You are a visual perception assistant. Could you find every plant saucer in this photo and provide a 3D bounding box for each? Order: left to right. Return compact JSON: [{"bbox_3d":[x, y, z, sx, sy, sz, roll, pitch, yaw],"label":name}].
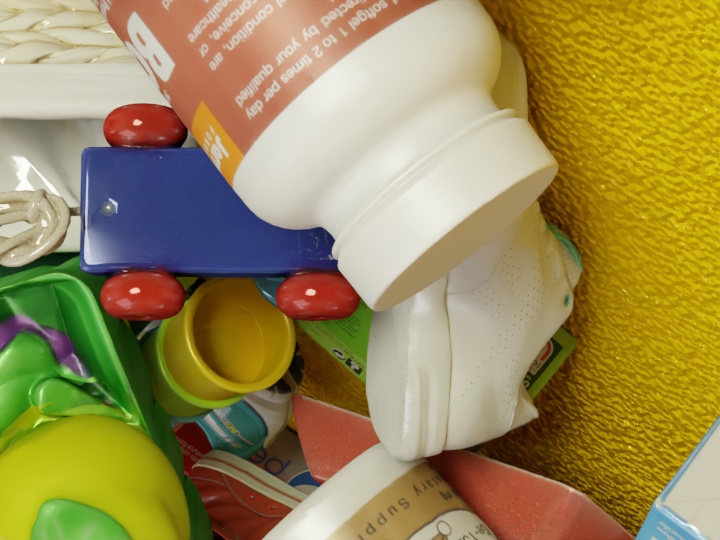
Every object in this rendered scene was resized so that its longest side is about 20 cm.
[{"bbox_3d":[0.077,0.142,0.983,0.200,0.037,0.200,16,161,46],"label":"plant saucer"}]

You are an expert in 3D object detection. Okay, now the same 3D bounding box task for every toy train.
[{"bbox_3d":[-0.092,-0.016,0.810,0.199,0.085,0.116,0,170,-3],"label":"toy train"}]

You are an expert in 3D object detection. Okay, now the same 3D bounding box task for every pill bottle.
[{"bbox_3d":[-0.022,-0.089,0.698,0.200,0.112,0.112,53,156,10],"label":"pill bottle"},{"bbox_3d":[0.043,0.183,0.857,0.200,0.114,0.114,47,156,12],"label":"pill bottle"}]

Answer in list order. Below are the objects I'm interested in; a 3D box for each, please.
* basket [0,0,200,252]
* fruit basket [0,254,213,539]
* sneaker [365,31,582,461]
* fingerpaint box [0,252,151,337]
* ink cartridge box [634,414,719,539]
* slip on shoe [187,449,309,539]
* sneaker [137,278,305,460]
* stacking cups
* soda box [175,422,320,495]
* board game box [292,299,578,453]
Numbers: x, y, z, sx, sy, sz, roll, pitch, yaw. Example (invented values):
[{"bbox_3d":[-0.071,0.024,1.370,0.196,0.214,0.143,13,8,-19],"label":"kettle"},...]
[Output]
[{"bbox_3d":[-0.177,-0.088,0.847,0.136,0.199,0.124,122,143,-60],"label":"basket"},{"bbox_3d":[-0.141,0.106,0.855,0.155,0.216,0.216,-16,129,13],"label":"fruit basket"},{"bbox_3d":[0.056,-0.013,0.806,0.075,0.088,0.201,-119,30,-50],"label":"sneaker"},{"bbox_3d":[-0.222,-0.015,1.022,0.167,0.073,0.200,53,155,-21],"label":"fingerpaint box"},{"bbox_3d":[0.157,0.113,0.794,0.068,0.115,0.200,36,154,15],"label":"ink cartridge box"},{"bbox_3d":[-0.027,0.159,1.033,0.200,0.061,0.074,21,150,36],"label":"slip on shoe"},{"bbox_3d":[-0.127,0.036,1.101,0.200,0.077,0.080,37,121,13],"label":"sneaker"},{"bbox_3d":[-0.102,0.054,1.011,0.061,0.061,0.200,47,150,-9],"label":"stacking cups"},{"bbox_3d":[-0.049,0.146,1.208,0.200,0.063,0.070,32,153,24],"label":"soda box"},{"bbox_3d":[0.000,0.000,0.925,0.200,0.048,0.102,41,155,3],"label":"board game box"}]
